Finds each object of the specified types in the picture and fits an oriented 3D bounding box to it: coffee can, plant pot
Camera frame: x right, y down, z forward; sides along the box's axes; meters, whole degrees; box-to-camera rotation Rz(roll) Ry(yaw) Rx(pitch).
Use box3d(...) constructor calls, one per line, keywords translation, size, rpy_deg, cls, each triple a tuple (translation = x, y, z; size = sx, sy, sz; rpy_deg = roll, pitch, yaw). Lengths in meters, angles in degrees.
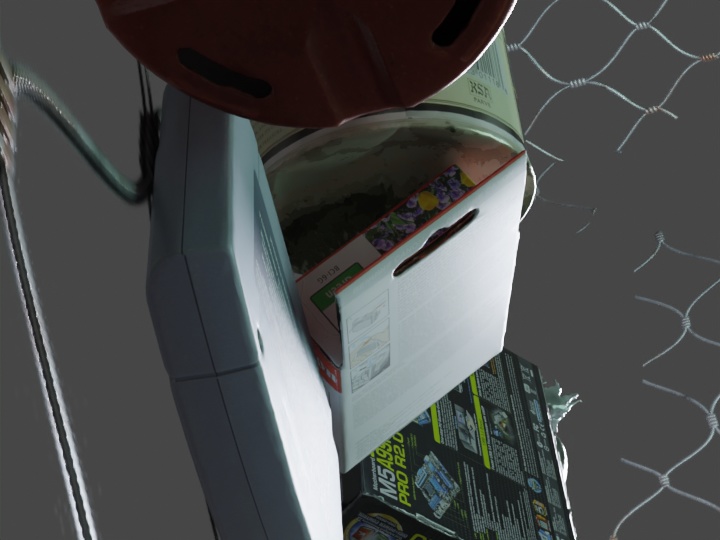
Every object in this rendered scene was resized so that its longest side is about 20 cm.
box3d(translation=(0.002, -0.117, 0.799), size=(0.147, 0.144, 0.202), rpy_deg=(71, 10, -62), cls="coffee can")
box3d(translation=(-0.013, -0.165, 0.545), size=(0.196, 0.198, 0.202), rpy_deg=(-82, 163, -50), cls="plant pot")

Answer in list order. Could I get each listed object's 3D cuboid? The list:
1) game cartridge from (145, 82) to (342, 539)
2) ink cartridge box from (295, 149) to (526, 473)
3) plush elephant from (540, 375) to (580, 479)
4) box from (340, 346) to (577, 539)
box3d(translation=(-0.041, 0.041, 0.598), size=(0.134, 0.041, 0.202), rpy_deg=(-89, 168, -51), cls="game cartridge")
box3d(translation=(0.017, 0.012, 0.727), size=(0.050, 0.109, 0.201), rpy_deg=(47, -18, 22), cls="ink cartridge box")
box3d(translation=(0.063, 0.164, 1.058), size=(0.199, 0.164, 0.156), rpy_deg=(-27, 150, -53), cls="plush elephant")
box3d(translation=(0.046, 0.101, 0.912), size=(0.159, 0.044, 0.201), rpy_deg=(28, 31, -24), cls="box")
